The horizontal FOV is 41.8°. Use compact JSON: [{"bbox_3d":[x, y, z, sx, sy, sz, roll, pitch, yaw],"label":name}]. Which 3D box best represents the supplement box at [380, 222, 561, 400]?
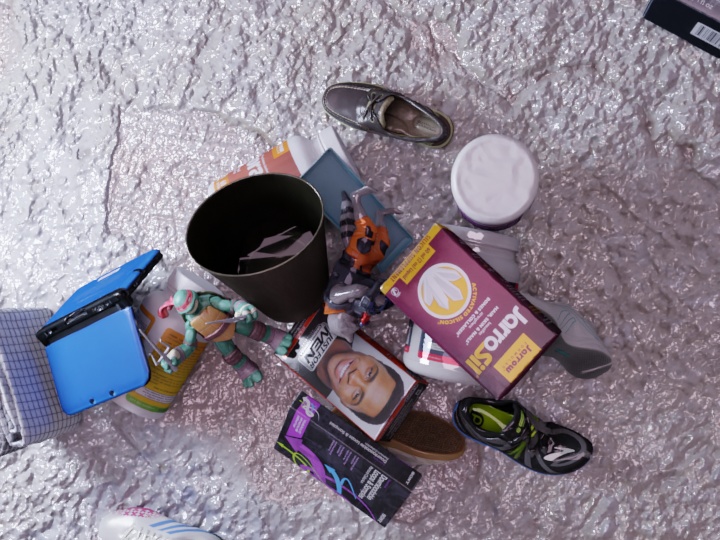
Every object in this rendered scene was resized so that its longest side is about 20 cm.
[{"bbox_3d":[0.137,0.049,1.161,0.200,0.086,0.111,43,100,13],"label":"supplement box"}]

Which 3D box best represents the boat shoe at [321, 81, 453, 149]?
[{"bbox_3d":[0.036,-0.227,1.339,0.198,0.065,0.074,16,92,9],"label":"boat shoe"}]

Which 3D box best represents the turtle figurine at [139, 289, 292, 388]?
[{"bbox_3d":[-0.192,0.078,1.266,0.149,0.200,0.101,-34,45,22],"label":"turtle figurine"}]

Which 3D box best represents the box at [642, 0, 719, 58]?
[{"bbox_3d":[0.516,-0.393,1.247,0.199,0.124,0.198,30,91,8],"label":"box"}]

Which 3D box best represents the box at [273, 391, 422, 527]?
[{"bbox_3d":[-0.022,0.264,1.302,0.199,0.143,0.036,32,54,7],"label":"box"}]

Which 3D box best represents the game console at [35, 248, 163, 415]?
[{"bbox_3d":[-0.351,0.086,1.331,0.199,0.171,0.119,-22,114,33],"label":"game console"}]

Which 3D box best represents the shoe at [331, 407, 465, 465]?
[{"bbox_3d":[0.050,0.236,1.337,0.198,0.054,0.070,11,49,6],"label":"shoe"}]

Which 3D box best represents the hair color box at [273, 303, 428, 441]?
[{"bbox_3d":[-0.015,0.137,1.313,0.199,0.061,0.102,36,94,24],"label":"hair color box"}]

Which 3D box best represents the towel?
[{"bbox_3d":[-0.499,0.156,1.358,0.085,0.165,0.202,-22,85,13],"label":"towel"}]

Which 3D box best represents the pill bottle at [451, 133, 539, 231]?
[{"bbox_3d":[0.177,-0.111,1.247,0.111,0.200,0.114,0,88,7],"label":"pill bottle"}]

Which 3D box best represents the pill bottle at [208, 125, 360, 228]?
[{"bbox_3d":[-0.106,-0.119,1.333,0.199,0.112,0.113,-29,85,6],"label":"pill bottle"}]

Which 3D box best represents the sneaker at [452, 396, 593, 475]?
[{"bbox_3d":[0.220,0.225,1.289,0.198,0.083,0.071,20,72,7],"label":"sneaker"}]

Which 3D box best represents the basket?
[{"bbox_3d":[-0.115,-0.017,1.247,0.178,0.200,0.137,-17,64,2],"label":"basket"}]

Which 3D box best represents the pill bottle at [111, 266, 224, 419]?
[{"bbox_3d":[-0.281,0.101,1.353,0.110,0.111,0.201,32,93,8],"label":"pill bottle"}]

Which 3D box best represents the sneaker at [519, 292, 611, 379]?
[{"bbox_3d":[0.253,0.075,1.260,0.199,0.081,0.070,31,126,-30],"label":"sneaker"}]

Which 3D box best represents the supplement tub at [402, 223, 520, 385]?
[{"bbox_3d":[0.139,0.047,1.279,0.139,0.140,0.202,10,91,8],"label":"supplement tub"}]

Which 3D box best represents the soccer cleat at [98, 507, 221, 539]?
[{"bbox_3d":[-0.293,0.391,1.360,0.198,0.086,0.071,10,90,9],"label":"soccer cleat"}]

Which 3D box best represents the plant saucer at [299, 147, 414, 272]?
[{"bbox_3d":[-0.008,-0.083,1.307,0.070,0.019,0.200,-45,123,-1],"label":"plant saucer"}]

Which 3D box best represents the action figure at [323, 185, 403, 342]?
[{"bbox_3d":[0.000,0.000,1.275,0.103,0.200,0.196,15,84,10],"label":"action figure"}]
